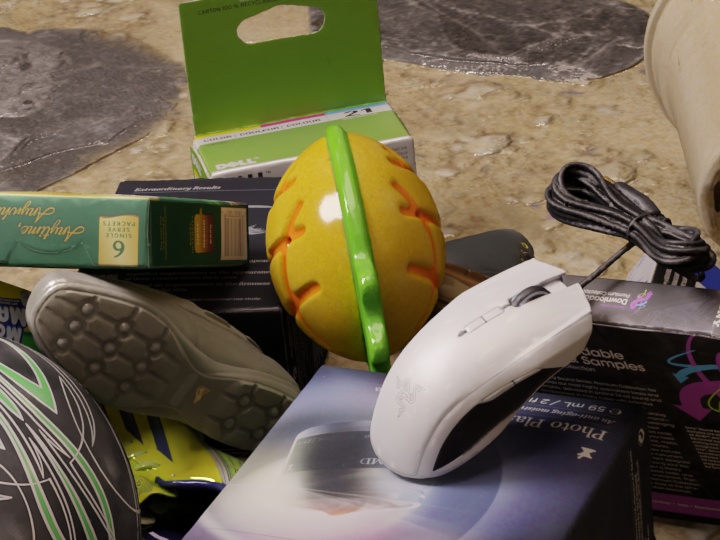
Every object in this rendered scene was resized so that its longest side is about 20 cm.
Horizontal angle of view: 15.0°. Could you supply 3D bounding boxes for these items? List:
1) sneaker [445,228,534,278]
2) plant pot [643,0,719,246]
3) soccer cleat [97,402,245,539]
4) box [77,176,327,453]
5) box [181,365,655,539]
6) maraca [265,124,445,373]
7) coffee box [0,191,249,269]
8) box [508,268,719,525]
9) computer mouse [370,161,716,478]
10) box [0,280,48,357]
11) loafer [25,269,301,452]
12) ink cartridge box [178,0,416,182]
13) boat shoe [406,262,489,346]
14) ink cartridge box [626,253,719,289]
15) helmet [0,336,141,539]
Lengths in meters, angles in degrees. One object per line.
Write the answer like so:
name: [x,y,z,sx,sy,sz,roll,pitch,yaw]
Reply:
sneaker: [0.101,0.019,1.773,0.106,0.075,0.200,-17,32,-36]
plant pot: [0.293,-0.100,1.871,0.199,0.201,0.184,-2,38,7]
soccer cleat: [-0.122,0.123,1.612,0.200,0.065,0.083,21,21,38]
box: [-0.099,0.026,1.766,0.147,0.105,0.200,-1,26,10]
box: [0.035,0.156,1.460,0.199,0.124,0.198,6,30,22]
maraca: [0.000,0.000,1.621,0.106,0.138,0.201,-12,42,1]
coffee box: [-0.148,-0.024,1.620,0.122,0.044,0.200,2,2,15]
box: [0.169,0.075,1.504,0.142,0.200,0.036,6,57,30]
computer mouse: [0.081,0.028,1.422,0.200,0.044,0.110,-43,49,-6]
box: [-0.245,0.038,1.598,0.199,0.049,0.117,22,-29,-37]
loafer: [-0.117,0.047,1.585,0.070,0.200,0.070,-49,40,11]
ink cartridge box: [-0.041,-0.091,1.878,0.147,0.201,0.076,-11,27,-10]
boat shoe: [0.098,0.056,1.639,0.072,0.072,0.200,15,8,-47]
ink cartridge box: [0.201,0.035,1.643,0.094,0.044,0.200,40,14,0]
helmet: [-0.217,0.132,1.505,0.190,0.201,0.200,-5,20,44]
